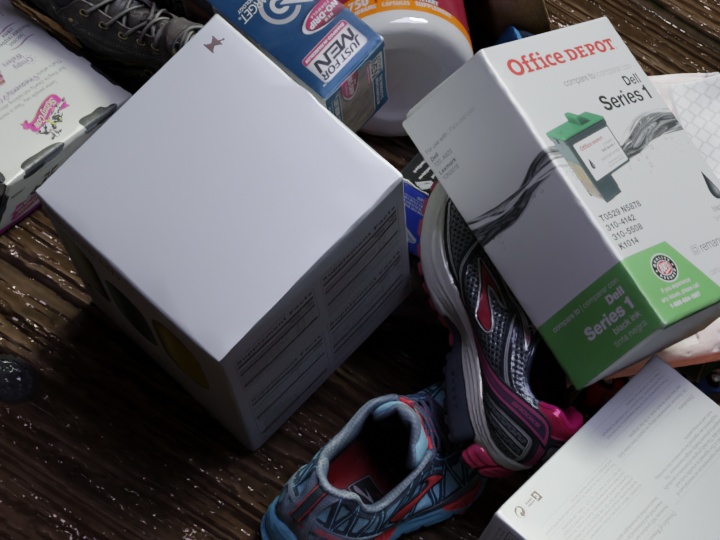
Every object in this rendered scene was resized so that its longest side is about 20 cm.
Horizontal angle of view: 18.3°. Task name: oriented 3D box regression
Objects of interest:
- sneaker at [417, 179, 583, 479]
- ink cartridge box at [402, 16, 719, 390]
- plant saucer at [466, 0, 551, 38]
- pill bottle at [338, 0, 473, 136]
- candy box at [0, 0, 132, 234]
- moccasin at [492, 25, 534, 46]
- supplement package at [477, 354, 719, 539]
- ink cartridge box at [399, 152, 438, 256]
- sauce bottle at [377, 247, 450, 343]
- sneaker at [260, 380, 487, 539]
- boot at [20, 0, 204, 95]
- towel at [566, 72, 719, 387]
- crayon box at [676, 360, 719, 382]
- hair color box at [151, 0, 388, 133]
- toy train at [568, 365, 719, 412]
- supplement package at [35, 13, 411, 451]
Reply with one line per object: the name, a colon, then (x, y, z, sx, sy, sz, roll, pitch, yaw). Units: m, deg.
sneaker: (0.092, 0.024, 1.373, 0.080, 0.075, 0.201, 9, 64, -47)
ink cartridge box: (0.140, -0.046, 1.357, 0.146, 0.084, 0.200, -21, 74, -49)
plant saucer: (0.086, -0.249, 1.683, 0.035, 0.200, 0.201, -26, 59, -2)
pill bottle: (0.017, -0.203, 1.635, 0.113, 0.113, 0.200, 9, 44, -18)
candy box: (-0.270, -0.125, 1.466, 0.200, 0.061, 0.136, 37, 45, 11)
moccasin: (0.130, -0.122, 1.572, 0.068, 0.081, 0.200, 29, 25, -12)
supplement package: (0.177, 0.199, 1.318, 0.200, 0.147, 0.191, 40, 45, 13)
ink cartridge box: (0.080, -0.053, 1.536, 0.094, 0.044, 0.200, 32, 25, 5)
sauce bottle: (0.000, 0.000, 1.476, 0.199, 0.066, 0.066, 22, 44, -3)
sneaker: (0.030, 0.115, 1.363, 0.079, 0.096, 0.200, 42, 46, 14)
boot: (-0.134, -0.161, 1.453, 0.174, 0.200, 0.069, 24, 71, 44)
towel: (0.190, -0.033, 1.462, 0.190, 0.032, 0.201, -8, 74, -19)
crayon box: (0.239, -0.006, 1.580, 0.126, 0.052, 0.200, 34, 36, 21)
hair color box: (-0.075, -0.174, 1.483, 0.200, 0.100, 0.061, 40, 78, 14)
toy train: (0.171, 0.077, 1.508, 0.199, 0.034, 0.046, 0, 52, -26)
supplement package: (-0.074, -0.016, 1.327, 0.152, 0.200, 0.151, 42, 78, 15)
